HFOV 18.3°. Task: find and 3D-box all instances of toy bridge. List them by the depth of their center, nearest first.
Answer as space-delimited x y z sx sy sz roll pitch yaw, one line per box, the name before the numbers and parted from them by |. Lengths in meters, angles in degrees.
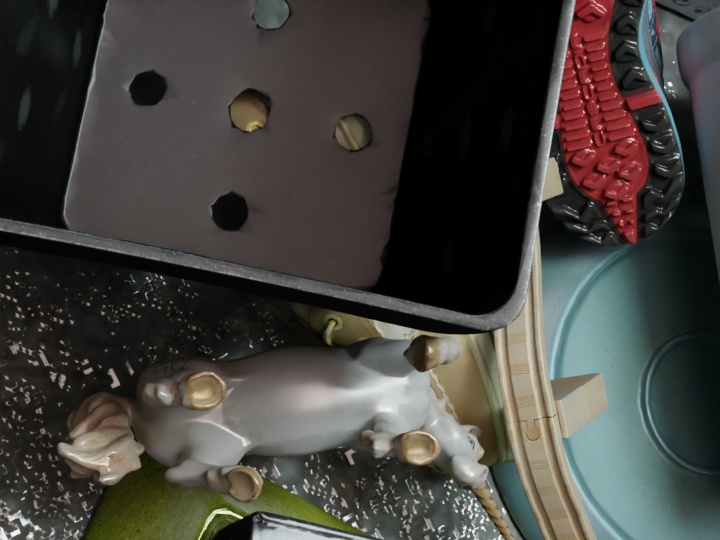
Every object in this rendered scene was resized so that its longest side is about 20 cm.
toy bridge | 0.079 0.057 0.910 0.067 0.027 0.201 -20 100 -68

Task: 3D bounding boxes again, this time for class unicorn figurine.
unicorn figurine | -0.012 0.055 0.829 0.199 0.137 0.074 11 86 -11

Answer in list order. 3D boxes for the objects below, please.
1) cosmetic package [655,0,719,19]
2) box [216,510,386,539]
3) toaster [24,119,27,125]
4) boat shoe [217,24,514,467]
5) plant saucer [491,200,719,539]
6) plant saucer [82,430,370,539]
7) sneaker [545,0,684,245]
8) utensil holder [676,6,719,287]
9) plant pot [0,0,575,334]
cosmetic package | 0.213 -0.234 1.005 0.122 0.200 0.200 20 70 -18
box | 0.011 0.205 0.833 0.160 0.044 0.201 16 70 -18
toaster | -0.192 -0.111 0.813 0.199 0.113 0.130 -2 109 -37
boat shoe | 0.000 0.000 0.928 0.066 0.074 0.201 -28 92 -9
plant saucer | 0.148 0.061 0.996 0.199 0.027 0.201 6 73 -22
plant saucer | -0.033 0.185 0.871 0.199 0.048 0.201 30 67 -14
sneaker | 0.090 -0.116 0.958 0.079 0.096 0.201 -7 113 4
utensil holder | 0.229 -0.013 0.946 0.169 0.170 0.201 -2 80 -24
plant pot | -0.036 -0.078 0.802 0.199 0.177 0.201 11 77 -2
